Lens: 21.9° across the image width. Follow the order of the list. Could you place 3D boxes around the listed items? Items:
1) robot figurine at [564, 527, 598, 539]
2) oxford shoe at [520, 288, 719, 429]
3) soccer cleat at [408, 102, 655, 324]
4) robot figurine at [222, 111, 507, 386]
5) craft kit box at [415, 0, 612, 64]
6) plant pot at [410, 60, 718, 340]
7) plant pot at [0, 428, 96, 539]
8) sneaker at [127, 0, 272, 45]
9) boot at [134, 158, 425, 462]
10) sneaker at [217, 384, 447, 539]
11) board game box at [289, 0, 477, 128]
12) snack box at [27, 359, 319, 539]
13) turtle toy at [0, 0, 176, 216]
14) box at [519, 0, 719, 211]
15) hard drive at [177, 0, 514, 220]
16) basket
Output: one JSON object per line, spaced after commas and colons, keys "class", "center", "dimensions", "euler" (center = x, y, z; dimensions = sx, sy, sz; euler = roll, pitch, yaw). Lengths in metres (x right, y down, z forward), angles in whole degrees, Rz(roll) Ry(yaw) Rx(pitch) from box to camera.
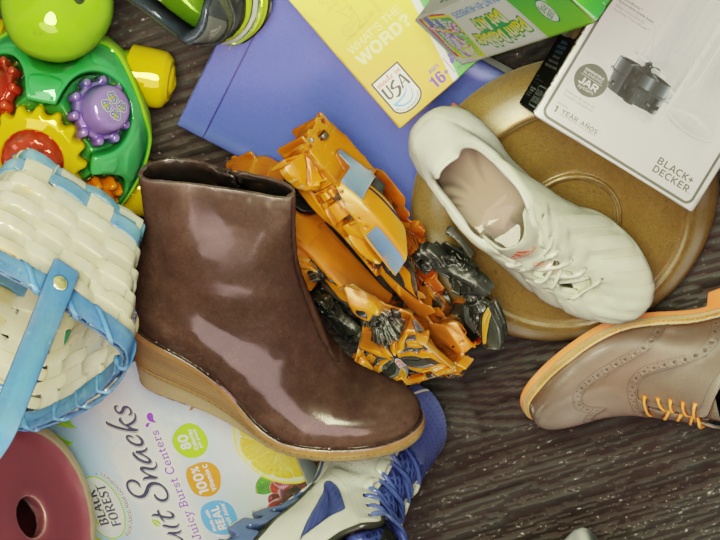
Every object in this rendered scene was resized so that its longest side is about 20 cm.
{"class": "robot figurine", "center": [0.120, 0.272, 1.286], "dimensions": [0.169, 0.113, 0.201], "euler": [29, 114, -16]}
{"class": "oxford shoe", "center": [0.198, 0.069, 1.196], "dimensions": [0.198, 0.073, 0.071], "euler": [-22, 144, 15]}
{"class": "soccer cleat", "center": [0.104, -0.021, 1.118], "dimensions": [0.200, 0.078, 0.069], "euler": [38, 110, -23]}
{"class": "robot figurine", "center": [0.000, 0.000, 1.169], "dimensions": [0.200, 0.058, 0.144], "euler": [49, 141, -17]}
{"class": "craft kit box", "center": [0.129, -0.204, 0.981], "dimensions": [0.048, 0.200, 0.198], "euler": [37, 80, -13]}
{"class": "plant pot", "center": [0.131, -0.036, 1.172], "dimensions": [0.198, 0.028, 0.202], "euler": [-3, 120, -4]}
{"class": "plant pot", "center": [-0.279, 0.176, 1.210], "dimensions": [0.178, 0.200, 0.201], "euler": [-16, 113, 30]}
{"class": "sneaker", "center": [-0.137, -0.210, 1.099], "dimensions": [0.200, 0.081, 0.074], "euler": [43, 111, -1]}
{"class": "boot", "center": [-0.049, 0.026, 1.131], "dimensions": [0.198, 0.073, 0.168], "euler": [14, 127, 7]}
{"class": "sneaker", "center": [0.005, 0.163, 1.196], "dimensions": [0.115, 0.199, 0.081], "euler": [9, 133, 48]}
{"class": "board game box", "center": [0.014, -0.210, 1.097], "dimensions": [0.153, 0.040, 0.200], "euler": [-40, 103, 10]}
{"class": "snack box", "center": [-0.116, 0.134, 1.270], "dimensions": [0.167, 0.068, 0.202], "euler": [-14, 111, 11]}
{"class": "turtle toy", "center": [-0.191, -0.105, 1.149], "dimensions": [0.144, 0.101, 0.202], "euler": [10, 115, 1]}
{"class": "box", "center": [0.194, -0.152, 1.086], "dimensions": [0.116, 0.060, 0.201], "euler": [29, 98, -8]}
{"class": "hard drive", "center": [0.001, -0.103, 1.174], "dimensions": [0.199, 0.025, 0.133], "euler": [27, 114, -7]}
{"class": "basket", "center": [-0.209, 0.045, 1.073], "dimensions": [0.139, 0.201, 0.176], "euler": [35, 144, -19]}
